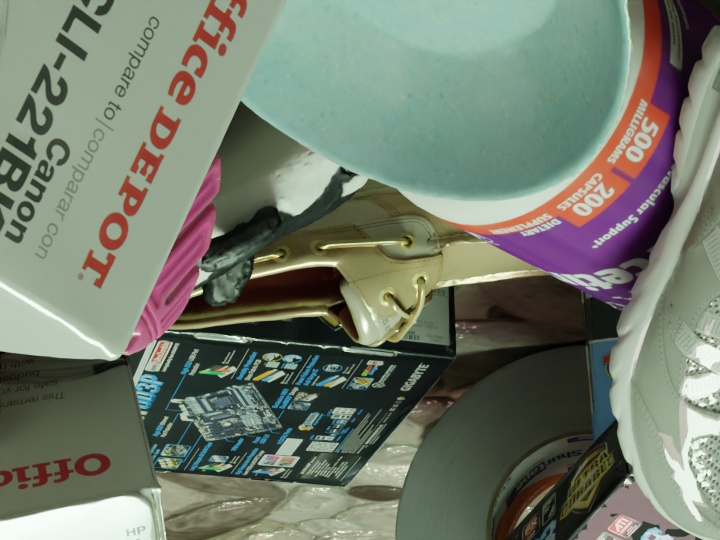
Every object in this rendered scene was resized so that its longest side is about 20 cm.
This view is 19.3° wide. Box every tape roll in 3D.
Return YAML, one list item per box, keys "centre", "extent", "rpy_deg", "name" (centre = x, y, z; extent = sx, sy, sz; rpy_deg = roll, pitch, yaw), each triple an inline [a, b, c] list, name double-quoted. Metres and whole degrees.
- centre: [0.120, 0.143, 1.089]
  extent: [0.199, 0.202, 0.066]
  rpy_deg: [-5, 155, 10]
  name: "tape roll"

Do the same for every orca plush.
- centre: [-0.067, 0.000, 0.828]
  extent: [0.200, 0.105, 0.071]
  rpy_deg: [-41, 130, -12]
  name: "orca plush"

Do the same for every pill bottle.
- centre: [0.102, -0.045, 0.779]
  extent: [0.112, 0.113, 0.199]
  rpy_deg: [-20, 149, 37]
  name: "pill bottle"

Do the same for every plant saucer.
- centre: [0.002, -0.109, 0.648]
  extent: [0.200, 0.039, 0.202]
  rpy_deg: [26, 147, 19]
  name: "plant saucer"

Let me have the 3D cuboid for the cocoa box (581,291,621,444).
- centre: [0.209, 0.057, 0.985]
  extent: [0.198, 0.132, 0.134]
  rpy_deg: [-6, 155, 10]
  name: "cocoa box"

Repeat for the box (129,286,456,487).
- centre: [-0.055, 0.054, 1.073]
  extent: [0.158, 0.046, 0.200]
  rpy_deg: [6, 155, -14]
  name: "box"

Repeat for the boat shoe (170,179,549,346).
- centre: [0.000, 0.000, 0.927]
  extent: [0.198, 0.070, 0.074]
  rpy_deg: [-1, 156, 1]
  name: "boat shoe"

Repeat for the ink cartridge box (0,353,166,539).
- centre: [-0.163, 0.068, 0.869]
  extent: [0.144, 0.200, 0.084]
  rpy_deg: [-10, 127, -9]
  name: "ink cartridge box"

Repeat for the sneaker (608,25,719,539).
- centre: [0.138, 0.013, 0.705]
  extent: [0.074, 0.082, 0.201]
  rpy_deg: [-16, 125, -31]
  name: "sneaker"

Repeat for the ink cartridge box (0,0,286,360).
- centre: [-0.128, -0.083, 0.582]
  extent: [0.200, 0.145, 0.083]
  rpy_deg: [35, 161, -36]
  name: "ink cartridge box"

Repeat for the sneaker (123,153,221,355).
- centre: [-0.116, -0.065, 0.709]
  extent: [0.088, 0.201, 0.081]
  rpy_deg: [-1, -154, 45]
  name: "sneaker"

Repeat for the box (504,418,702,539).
- centre: [0.147, 0.171, 0.947]
  extent: [0.198, 0.050, 0.200]
  rpy_deg: [26, 127, -14]
  name: "box"
